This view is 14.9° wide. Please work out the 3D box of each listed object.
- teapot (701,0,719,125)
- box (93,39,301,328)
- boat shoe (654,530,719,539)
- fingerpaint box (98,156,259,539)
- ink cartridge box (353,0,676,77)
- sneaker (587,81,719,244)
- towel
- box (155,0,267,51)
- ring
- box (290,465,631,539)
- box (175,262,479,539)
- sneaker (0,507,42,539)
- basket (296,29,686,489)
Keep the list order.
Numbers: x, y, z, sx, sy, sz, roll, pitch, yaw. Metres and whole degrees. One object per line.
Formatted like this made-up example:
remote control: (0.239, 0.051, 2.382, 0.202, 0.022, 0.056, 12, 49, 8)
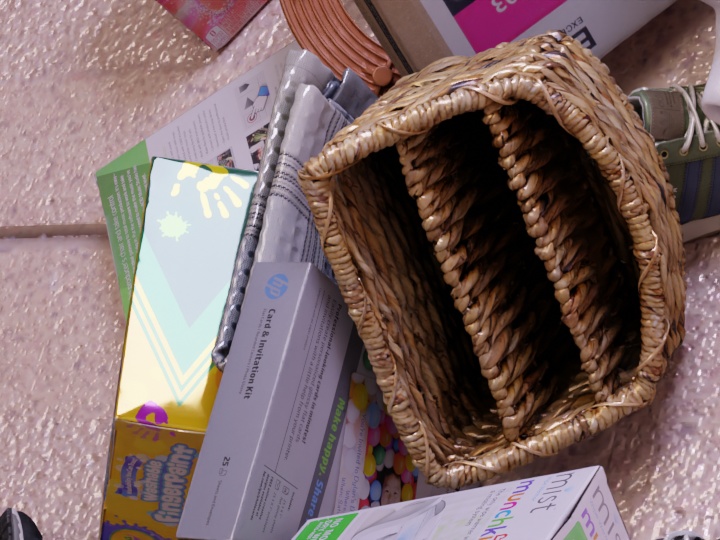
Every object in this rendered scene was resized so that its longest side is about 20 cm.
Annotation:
teapot: (0.214, -0.217, 1.444, 0.197, 0.200, 0.146, -39, -1, 34)
box: (-0.072, -0.054, 1.735, 0.199, 0.036, 0.145, -30, 48, 17)
boat shoe: (0.153, 0.165, 1.393, 0.199, 0.076, 0.061, -32, 54, 16)
fingerpaint box: (-0.101, 0.059, 1.575, 0.073, 0.200, 0.168, 8, 60, -4)
ink cartridge box: (0.090, -0.192, 1.571, 0.200, 0.165, 0.075, -38, 29, -4)
sneaker: (0.184, -0.069, 1.505, 0.199, 0.090, 0.067, -26, 49, 22)
towel: (0.000, 0.000, 1.534, 0.034, 0.192, 0.201, -5, 62, 35)
box: (-0.074, -0.260, 1.823, 0.200, 0.095, 0.103, -45, 46, 5)
ring: (0.045, -0.192, 1.655, 0.199, 0.019, 0.202, 0, 88, 5)
box: (0.064, 0.213, 1.338, 0.176, 0.201, 0.097, -12, 19, 31)
box: (-0.008, 0.109, 1.464, 0.041, 0.200, 0.157, 1, 64, 34)
sneaker: (-0.183, 0.221, 1.625, 0.076, 0.087, 0.200, -58, 25, 21)
basket: (0.083, -0.007, 1.442, 0.142, 0.201, 0.149, -13, 16, 29)
